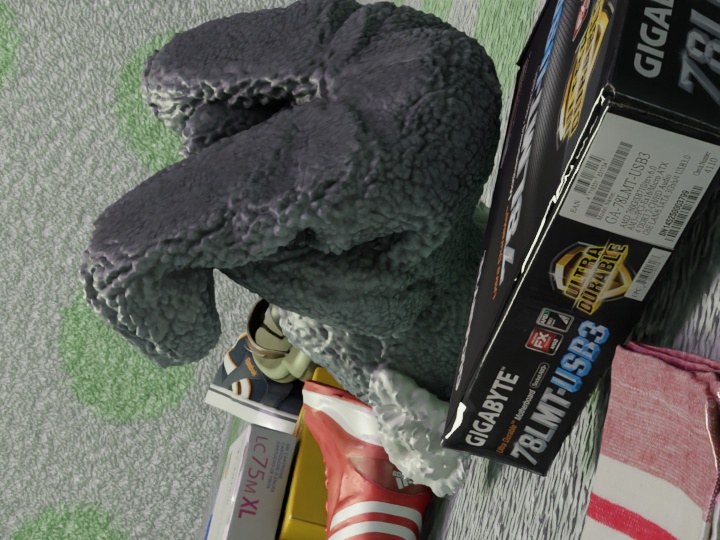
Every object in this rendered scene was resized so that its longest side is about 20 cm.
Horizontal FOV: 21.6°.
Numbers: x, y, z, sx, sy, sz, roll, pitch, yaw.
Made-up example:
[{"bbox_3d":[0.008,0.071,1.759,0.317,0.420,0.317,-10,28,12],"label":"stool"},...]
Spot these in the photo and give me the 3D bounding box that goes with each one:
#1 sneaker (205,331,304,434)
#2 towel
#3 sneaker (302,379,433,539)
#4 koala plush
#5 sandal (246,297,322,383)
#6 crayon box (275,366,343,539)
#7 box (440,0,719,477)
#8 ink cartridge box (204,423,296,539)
[{"bbox_3d":[-0.064,0.092,1.522,0.200,0.078,0.080,16,82,61],"label":"sneaker"},{"bbox_3d":[0.071,0.122,0.546,0.144,0.023,0.202,-168,93,-85],"label":"towel"},{"bbox_3d":[-0.007,0.126,1.038,0.200,0.078,0.117,150,135,-84],"label":"sneaker"},{"bbox_3d":[0.008,-0.005,0.853,0.201,0.182,0.178,57,-148,-36],"label":"koala plush"},{"bbox_3d":[-0.051,0.038,1.402,0.080,0.057,0.201,-61,10,-8],"label":"sandal"},{"bbox_3d":[-0.031,0.159,1.320,0.201,0.051,0.127,112,171,-49],"label":"crayon box"},{"bbox_3d":[0.089,-0.062,0.668,0.199,0.049,0.201,113,174,-53],"label":"box"},{"bbox_3d":[-0.085,0.180,1.348,0.200,0.042,0.120,138,146,-76],"label":"ink cartridge box"}]
